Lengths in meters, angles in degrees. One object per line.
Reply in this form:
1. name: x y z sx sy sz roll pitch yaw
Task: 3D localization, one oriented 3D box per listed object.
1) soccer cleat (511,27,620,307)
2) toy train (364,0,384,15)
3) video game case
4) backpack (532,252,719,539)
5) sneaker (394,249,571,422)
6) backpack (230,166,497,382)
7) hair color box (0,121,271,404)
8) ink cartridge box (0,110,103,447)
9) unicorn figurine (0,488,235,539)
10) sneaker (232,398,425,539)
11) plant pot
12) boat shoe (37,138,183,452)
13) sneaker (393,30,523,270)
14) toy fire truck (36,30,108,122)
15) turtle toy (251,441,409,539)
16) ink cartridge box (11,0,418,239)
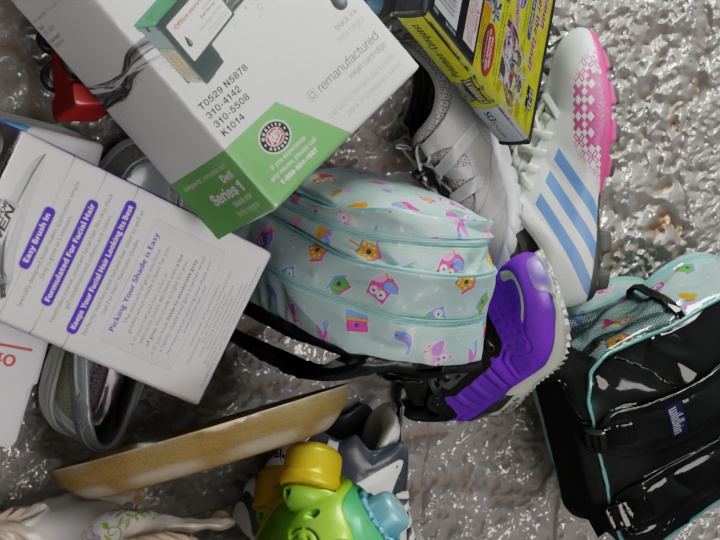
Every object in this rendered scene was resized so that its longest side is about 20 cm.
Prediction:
1. soccer cleat: 0.134 -0.071 1.717 0.086 0.070 0.200 -1 98 -11
2. toy train: -0.083 -0.141 1.576 0.200 0.056 0.150 -1 82 -23
3. video game case: 0.084 -0.210 1.587 0.181 0.025 0.200 44 51 -54
4. backpack: 0.225 0.084 1.766 0.200 0.153 0.176 -25 115 -15
5. sneaker: 0.074 0.056 1.663 0.099 0.200 0.070 -10 64 -20
6. backpack: 0.000 0.000 1.575 0.167 0.200 0.127 -5 106 -30
7. hair color box: -0.164 -0.005 1.476 0.200 0.065 0.109 27 89 -39
8. ink cartridge box: -0.248 -0.001 1.502 0.116 0.067 0.200 14 96 -35
9. unicorn figurine: -0.176 0.174 1.570 0.137 0.200 0.074 1 77 -46
10. sneaker: 0.020 0.159 1.705 0.199 0.079 0.130 28 97 -24
11. plant pot: -0.100 0.112 1.550 0.200 0.200 0.028 -16 89 -27
12. boat shoe: -0.153 0.016 1.566 0.074 0.065 0.202 15 94 -34
13. sneaker: 0.059 -0.079 1.676 0.082 0.075 0.200 -8 98 -21
14. toy fire truck: -0.126 -0.143 1.500 0.141 0.049 0.200 -3 81 -26
15. turtle toy: -0.025 0.199 1.566 0.101 0.200 0.146 14 71 -11
16. ink cartridge box: -0.088 -0.145 1.443 0.200 0.084 0.146 49 61 -10
